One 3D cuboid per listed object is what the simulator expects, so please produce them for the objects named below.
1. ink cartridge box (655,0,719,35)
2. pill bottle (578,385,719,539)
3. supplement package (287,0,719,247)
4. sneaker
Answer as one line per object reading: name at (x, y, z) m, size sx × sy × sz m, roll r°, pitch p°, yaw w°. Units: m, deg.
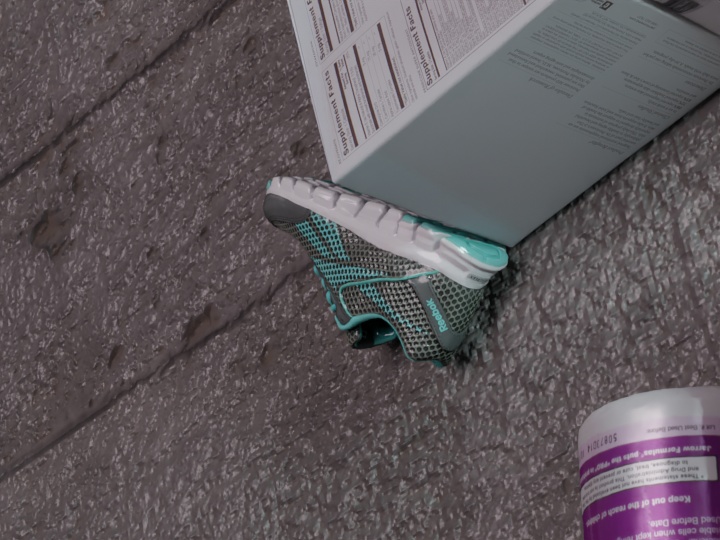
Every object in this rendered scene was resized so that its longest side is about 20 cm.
ink cartridge box at (0.199, -0.199, 1.321) m, size 0.146 × 0.200 × 0.085 m, roll -25°, pitch 57°, yaw 39°
pill bottle at (0.169, 0.168, 1.291) m, size 0.112 × 0.112 × 0.201 m, roll -22°, pitch 61°, yaw 41°
supplement package at (0.086, -0.142, 1.457) m, size 0.200 × 0.151 × 0.151 m, roll -38°, pitch 51°, yaw 33°
sneaker at (0.000, 0.000, 1.565) m, size 0.200 × 0.077 × 0.092 m, roll 24°, pitch 99°, yaw 50°
